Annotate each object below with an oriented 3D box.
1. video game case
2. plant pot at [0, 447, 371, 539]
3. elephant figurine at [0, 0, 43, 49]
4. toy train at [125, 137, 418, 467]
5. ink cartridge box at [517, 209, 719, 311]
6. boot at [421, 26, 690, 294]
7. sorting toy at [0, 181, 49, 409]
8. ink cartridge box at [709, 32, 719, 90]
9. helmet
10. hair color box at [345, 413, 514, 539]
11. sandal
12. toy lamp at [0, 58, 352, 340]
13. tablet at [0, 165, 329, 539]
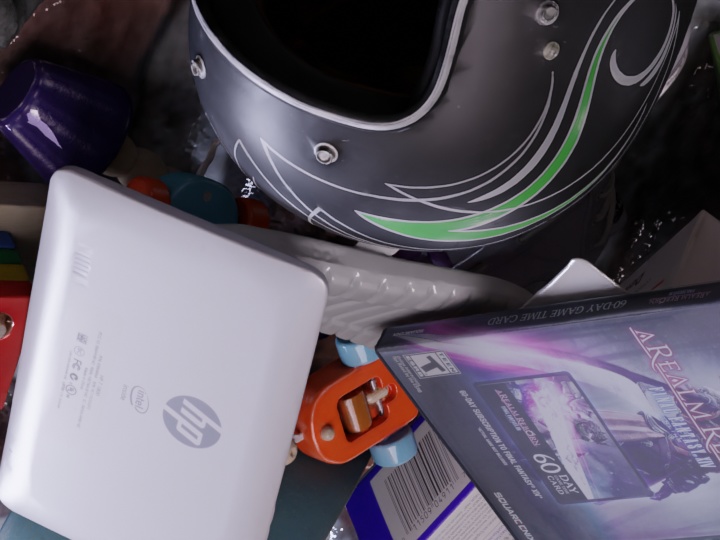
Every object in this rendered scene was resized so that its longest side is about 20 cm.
[{"bbox_3d":[0.121,0.067,1.271,0.199,0.019,0.143,-8,130,39],"label":"video game case"},{"bbox_3d":[-0.101,0.135,1.429,0.135,0.200,0.200,32,123,0],"label":"plant pot"},{"bbox_3d":[-0.170,-0.190,1.148,0.141,0.155,0.200,13,141,10],"label":"elephant figurine"},{"bbox_3d":[-0.050,0.020,1.339,0.150,0.056,0.201,-36,120,-27],"label":"toy train"},{"bbox_3d":[0.161,0.051,1.298,0.200,0.067,0.117,34,144,-8],"label":"ink cartridge box"},{"bbox_3d":[0.096,-0.053,1.362,0.095,0.074,0.200,29,130,-36],"label":"boot"},{"bbox_3d":[-0.248,0.055,1.313,0.199,0.070,0.199,1,130,-27],"label":"sorting toy"},{"bbox_3d":[0.220,-0.009,1.366,0.067,0.117,0.200,-14,133,4],"label":"ink cartridge box"},{"bbox_3d":[0.030,-0.101,1.225,0.200,0.200,0.191,30,112,-29],"label":"helmet"},{"bbox_3d":[0.104,0.115,1.472,0.199,0.065,0.109,14,129,-38],"label":"hair color box"},{"bbox_3d":[0.005,-0.002,1.300,0.202,0.050,0.082,14,155,-40],"label":"sandal"},{"bbox_3d":[-0.083,-0.035,1.353,0.200,0.058,0.058,31,120,-31],"label":"toy lamp"},{"bbox_3d":[-0.090,0.055,1.275,0.130,0.014,0.200,23,129,10],"label":"tablet"}]
